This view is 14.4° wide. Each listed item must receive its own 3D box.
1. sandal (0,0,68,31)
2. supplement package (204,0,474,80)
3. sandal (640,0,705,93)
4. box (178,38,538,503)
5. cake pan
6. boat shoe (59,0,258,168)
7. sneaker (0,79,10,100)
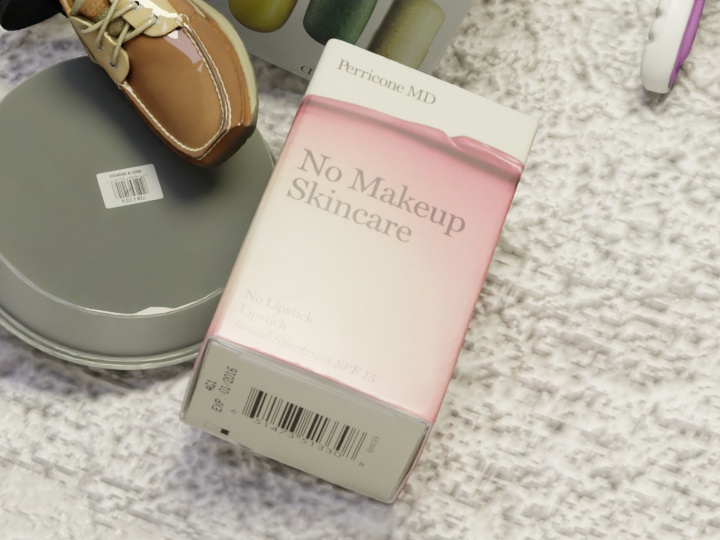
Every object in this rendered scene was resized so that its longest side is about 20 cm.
[{"bbox_3d":[-0.125,-0.188,1.721,0.200,0.075,0.048,-25,73,-8],"label":"sandal"},{"bbox_3d":[0.008,-0.217,1.610,0.151,0.200,0.151,24,60,-5],"label":"supplement package"},{"bbox_3d":[0.211,-0.195,1.631,0.050,0.082,0.204,20,98,6],"label":"sandal"},{"bbox_3d":[0.000,0.000,1.522,0.127,0.109,0.201,21,60,-1],"label":"box"},{"bbox_3d":[-0.133,-0.040,1.603,0.199,0.037,0.201,5,60,-8],"label":"cake pan"},{"bbox_3d":[-0.130,-0.140,1.584,0.076,0.074,0.200,-46,59,21],"label":"boat shoe"},{"bbox_3d":[-0.256,-0.113,1.680,0.074,0.087,0.200,-38,59,-18],"label":"sneaker"}]
